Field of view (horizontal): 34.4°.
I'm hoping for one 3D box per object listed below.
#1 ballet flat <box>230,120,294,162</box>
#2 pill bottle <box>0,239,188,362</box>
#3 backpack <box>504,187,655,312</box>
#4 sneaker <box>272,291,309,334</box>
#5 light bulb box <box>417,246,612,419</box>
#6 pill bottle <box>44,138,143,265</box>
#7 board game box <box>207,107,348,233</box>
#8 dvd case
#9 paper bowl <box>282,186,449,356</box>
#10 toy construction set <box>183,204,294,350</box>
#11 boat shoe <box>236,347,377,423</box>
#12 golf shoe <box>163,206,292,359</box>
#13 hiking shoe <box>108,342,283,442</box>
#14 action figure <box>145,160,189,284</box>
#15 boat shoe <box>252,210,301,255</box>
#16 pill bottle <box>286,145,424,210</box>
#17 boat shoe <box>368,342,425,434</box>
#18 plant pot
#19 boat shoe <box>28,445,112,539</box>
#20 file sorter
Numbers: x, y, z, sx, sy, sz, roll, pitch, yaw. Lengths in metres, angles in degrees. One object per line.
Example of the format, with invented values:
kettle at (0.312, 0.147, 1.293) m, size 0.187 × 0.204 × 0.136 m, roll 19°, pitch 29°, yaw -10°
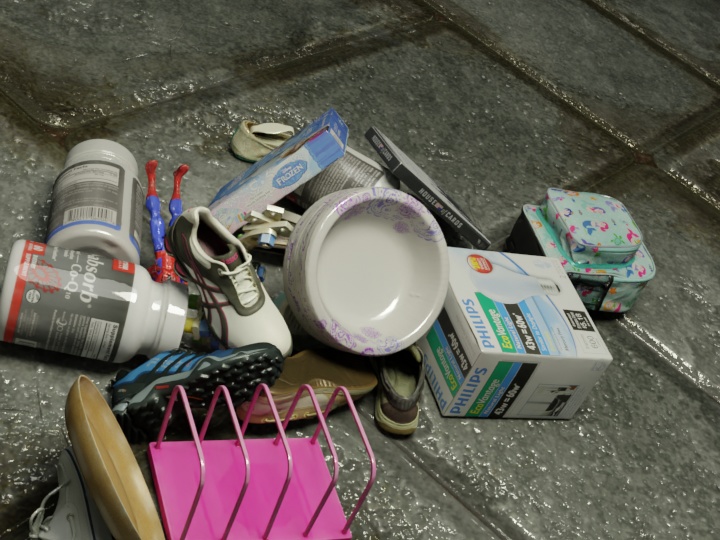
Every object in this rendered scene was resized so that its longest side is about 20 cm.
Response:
ballet flat at (-0.094, -0.183, 1.743) m, size 0.199 × 0.062 × 0.068 m, roll 7°, pitch 40°, yaw -22°
pill bottle at (-0.302, 0.040, 1.311) m, size 0.199 × 0.116 × 0.116 m, roll 12°, pitch 38°, yaw -16°
backpack at (0.337, -0.027, 1.731) m, size 0.200 × 0.151 × 0.178 m, roll 11°, pitch 37°, yaw -25°
sneaker at (-0.031, 0.032, 1.499) m, size 0.200 × 0.074 × 0.082 m, roll -10°, pitch 12°, yaw -31°
light bulb box at (0.185, 0.082, 1.523) m, size 0.199 × 0.125 × 0.198 m, roll 5°, pitch 41°, yaw -26°
pill bottle at (-0.326, -0.067, 1.432) m, size 0.113 × 0.114 × 0.200 m, roll 11°, pitch 38°, yaw -17°
board game box at (-0.108, -0.127, 1.514) m, size 0.043 × 0.199 × 0.200 m, roll 53°, pitch 10°, yaw -12°
dvd case at (0.097, -0.119, 1.697) m, size 0.200 × 0.025 × 0.150 m, roll 39°, pitch 10°, yaw -29°
paper bowl at (0.000, 0.000, 1.406) m, size 0.200 × 0.201 × 0.104 m, roll -2°, pitch 3°, yaw -31°
toy construction set at (-0.150, 0.014, 1.397) m, size 0.092 × 0.131 × 0.200 m, roll 19°, pitch 67°, yaw 13°
boat shoe at (-0.066, 0.139, 1.363) m, size 0.200 × 0.066 × 0.074 m, roll 2°, pitch 39°, yaw -44°
golf shoe at (-0.144, 0.020, 1.284) m, size 0.077 × 0.088 × 0.200 m, roll -38°, pitch 89°, yaw -28°
hiking shoe at (-0.183, 0.110, 1.263) m, size 0.199 × 0.074 × 0.087 m, roll -19°, pitch 45°, yaw 0°
action figure at (-0.232, -0.044, 1.423) m, size 0.065 × 0.099 × 0.201 m, roll 5°, pitch 73°, yaw -24°
boat shoe at (-0.058, -0.029, 1.578) m, size 0.200 × 0.072 × 0.060 m, roll 20°, pitch 77°, yaw -25°
pill bottle at (-0.013, -0.112, 1.661) m, size 0.200 × 0.111 × 0.111 m, roll 31°, pitch 37°, yaw 9°
boat shoe at (0.051, 0.115, 1.456) m, size 0.072 × 0.066 × 0.201 m, roll 13°, pitch 37°, yaw -10°
plant pot at (-0.238, 0.197, 1.118) m, size 0.027 × 0.200 × 0.200 m, roll -25°, pitch 51°, yaw -5°
boat shoe at (-0.283, 0.258, 1.103) m, size 0.086 × 0.075 × 0.202 m, roll -7°, pitch 53°, yaw -21°
file sorter at (-0.102, 0.200, 1.219) m, size 0.199 × 0.126 × 0.139 m, roll 2°, pitch 42°, yaw -27°
